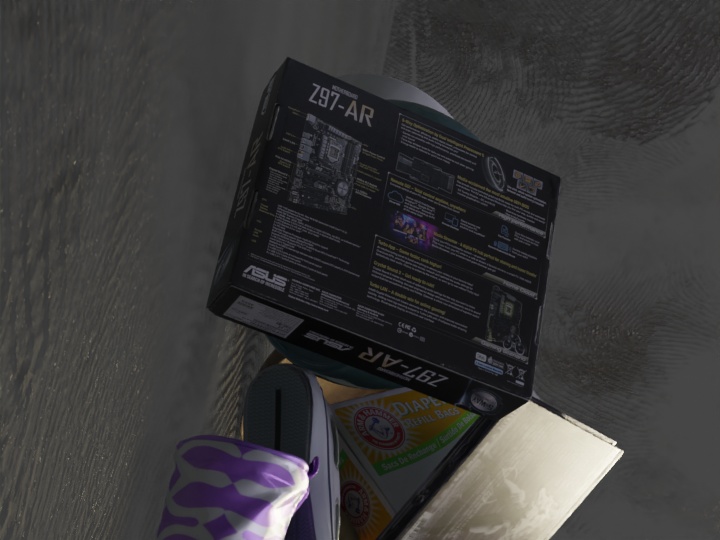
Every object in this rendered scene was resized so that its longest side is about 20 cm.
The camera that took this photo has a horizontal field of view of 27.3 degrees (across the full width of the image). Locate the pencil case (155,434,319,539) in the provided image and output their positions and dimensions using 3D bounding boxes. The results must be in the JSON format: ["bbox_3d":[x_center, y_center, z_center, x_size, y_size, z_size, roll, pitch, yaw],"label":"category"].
[{"bbox_3d":[-0.081,0.192,0.811,0.084,0.084,0.203,120,-18,-72],"label":"pencil case"}]

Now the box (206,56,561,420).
[{"bbox_3d":[0.020,-0.018,0.898,0.044,0.198,0.162,-42,-148,56],"label":"box"}]

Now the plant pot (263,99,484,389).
[{"bbox_3d":[0.000,0.000,1.006,0.135,0.198,0.202,-36,143,-53],"label":"plant pot"}]

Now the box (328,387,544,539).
[{"bbox_3d":[0.048,0.153,1.070,0.102,0.198,0.113,52,-49,28],"label":"box"}]

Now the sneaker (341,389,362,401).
[{"bbox_3d":[-0.048,0.111,1.401,0.201,0.073,0.112,-57,-173,12],"label":"sneaker"}]

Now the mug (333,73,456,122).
[{"bbox_3d":[-0.001,-0.039,1.202,0.188,0.147,0.154,83,22,-48],"label":"mug"}]

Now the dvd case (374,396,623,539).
[{"bbox_3d":[0.095,0.156,1.006,0.149,0.016,0.200,-50,147,7],"label":"dvd case"}]

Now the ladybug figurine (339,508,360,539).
[{"bbox_3d":[-0.063,0.226,0.929,0.072,0.134,0.202,120,-9,-55],"label":"ladybug figurine"}]

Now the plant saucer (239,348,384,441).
[{"bbox_3d":[-0.019,0.090,1.275,0.036,0.198,0.201,58,-26,34],"label":"plant saucer"}]

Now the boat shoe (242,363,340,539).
[{"bbox_3d":[-0.037,0.159,0.891,0.067,0.073,0.203,42,51,-56],"label":"boat shoe"}]
